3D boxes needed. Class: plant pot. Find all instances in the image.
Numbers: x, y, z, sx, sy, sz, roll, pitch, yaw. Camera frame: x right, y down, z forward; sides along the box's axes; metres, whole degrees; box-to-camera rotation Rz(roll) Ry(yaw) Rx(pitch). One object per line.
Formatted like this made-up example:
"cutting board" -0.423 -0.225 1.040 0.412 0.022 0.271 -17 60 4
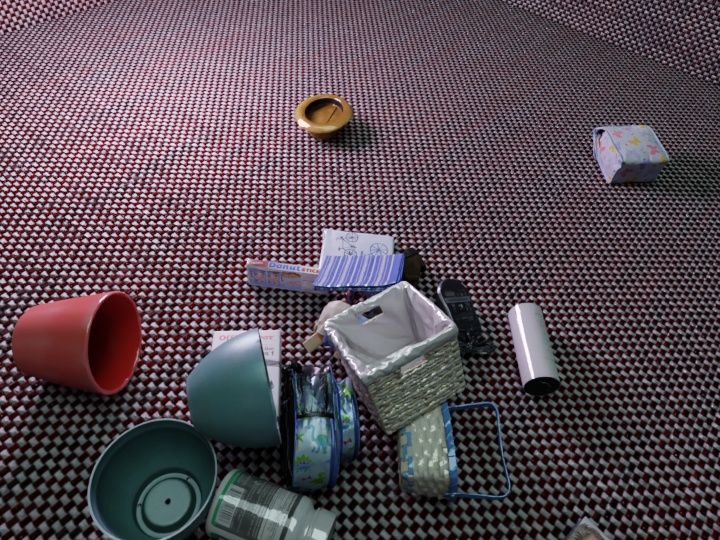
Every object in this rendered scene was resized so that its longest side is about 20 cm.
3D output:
"plant pot" -0.335 0.375 0.905 0.197 0.135 0.202 3 48 -3
"plant pot" -0.220 0.212 0.914 0.133 0.201 0.202 -11 50 -11
"plant pot" -0.566 0.142 1.067 0.175 0.202 0.202 0 47 8

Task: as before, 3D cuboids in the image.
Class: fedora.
"fedora" -0.118 -0.490 1.742 0.198 0.082 0.203 1 53 -2

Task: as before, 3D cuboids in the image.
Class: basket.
"basket" 0.065 0.158 1.008 0.196 0.162 0.200 -26 33 -13
"basket" 0.167 0.330 0.991 0.197 0.140 0.178 -4 48 7

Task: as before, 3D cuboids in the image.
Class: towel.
"towel" 0.000 0.000 1.217 0.197 0.024 0.145 0 32 12

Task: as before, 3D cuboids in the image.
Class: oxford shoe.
"oxford shoe" 0.104 0.008 1.303 0.084 0.073 0.199 45 42 13

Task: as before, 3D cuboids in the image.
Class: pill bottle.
"pill bottle" -0.147 0.422 0.897 0.198 0.114 0.114 18 48 9

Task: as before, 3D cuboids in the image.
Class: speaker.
"speaker" 0.387 0.174 1.199 0.080 0.082 0.202 3 48 -3

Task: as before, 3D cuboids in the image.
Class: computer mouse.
"computer mouse" 0.225 0.114 1.258 0.137 0.053 0.202 1 56 -19

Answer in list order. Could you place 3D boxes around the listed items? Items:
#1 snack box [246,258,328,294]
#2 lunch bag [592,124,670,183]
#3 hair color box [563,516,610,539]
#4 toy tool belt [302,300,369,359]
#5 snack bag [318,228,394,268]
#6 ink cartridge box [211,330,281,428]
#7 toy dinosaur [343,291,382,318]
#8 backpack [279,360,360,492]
"snack box" -0.173 0.016 1.287 0.197 0.072 0.025 8 49 1
"lunch bag" 0.860 -0.385 1.725 0.167 0.128 0.202 -4 58 -7
"hair color box" 0.424 0.533 0.894 0.099 0.061 0.200 -31 57 -30
"toy tool belt" -0.015 0.164 1.153 0.198 0.125 0.124 30 69 0
"snack bag" -0.012 -0.029 1.379 0.197 0.022 0.190 7 47 -1
"ink cartridge box" -0.233 0.224 1.084 0.144 0.085 0.202 0 50 -8
"toy dinosaur" 0.049 0.096 1.263 0.198 0.106 0.182 14 26 -42
"backpack" -0.075 0.292 0.977 0.145 0.184 0.202 2 58 -8
